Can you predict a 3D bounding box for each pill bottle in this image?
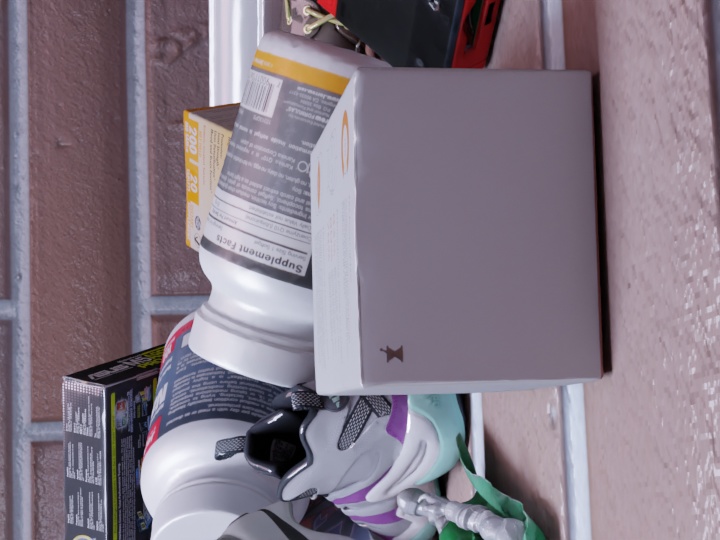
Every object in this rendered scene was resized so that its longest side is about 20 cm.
[{"bbox_3d":[-0.032,-0.036,1.020,0.116,0.116,0.201,-127,53,-78],"label":"pill bottle"},{"bbox_3d":[-0.091,0.127,1.175,0.200,0.119,0.120,-87,1,-52],"label":"pill bottle"}]

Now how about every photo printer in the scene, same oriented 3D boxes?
[{"bbox_3d":[-0.091,-0.229,1.648,0.166,0.069,0.201,-40,-46,-62],"label":"photo printer"}]

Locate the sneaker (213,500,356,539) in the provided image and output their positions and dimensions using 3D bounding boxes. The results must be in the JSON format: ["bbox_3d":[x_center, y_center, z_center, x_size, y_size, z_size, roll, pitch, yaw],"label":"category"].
[{"bbox_3d":[-0.003,0.210,1.023,0.200,0.088,0.074,40,142,20],"label":"sneaker"}]

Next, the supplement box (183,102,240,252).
[{"bbox_3d":[-0.073,-0.058,1.403,0.200,0.073,0.127,26,121,52],"label":"supplement box"}]

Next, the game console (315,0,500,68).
[{"bbox_3d":[0.003,-0.195,0.832,0.177,0.031,0.200,44,152,20],"label":"game console"}]

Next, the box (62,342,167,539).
[{"bbox_3d":[-0.160,0.163,1.297,0.160,0.044,0.201,-18,-68,-55],"label":"box"}]

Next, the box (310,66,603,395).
[{"bbox_3d":[0.034,-0.009,0.740,0.200,0.097,0.125,142,127,-82],"label":"box"}]

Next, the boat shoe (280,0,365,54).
[{"bbox_3d":[-0.028,-0.203,1.308,0.060,0.071,0.201,95,175,-66],"label":"boat shoe"}]

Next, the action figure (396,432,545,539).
[{"bbox_3d":[0.055,0.143,0.799,0.200,0.054,0.119,172,99,-79],"label":"action figure"}]

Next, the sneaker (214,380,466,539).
[{"bbox_3d":[-0.019,0.115,1.017,0.200,0.139,0.078,99,167,-54],"label":"sneaker"}]

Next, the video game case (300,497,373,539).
[{"bbox_3d":[-0.055,0.202,1.183,0.023,0.199,0.183,53,-165,-34],"label":"video game case"}]
